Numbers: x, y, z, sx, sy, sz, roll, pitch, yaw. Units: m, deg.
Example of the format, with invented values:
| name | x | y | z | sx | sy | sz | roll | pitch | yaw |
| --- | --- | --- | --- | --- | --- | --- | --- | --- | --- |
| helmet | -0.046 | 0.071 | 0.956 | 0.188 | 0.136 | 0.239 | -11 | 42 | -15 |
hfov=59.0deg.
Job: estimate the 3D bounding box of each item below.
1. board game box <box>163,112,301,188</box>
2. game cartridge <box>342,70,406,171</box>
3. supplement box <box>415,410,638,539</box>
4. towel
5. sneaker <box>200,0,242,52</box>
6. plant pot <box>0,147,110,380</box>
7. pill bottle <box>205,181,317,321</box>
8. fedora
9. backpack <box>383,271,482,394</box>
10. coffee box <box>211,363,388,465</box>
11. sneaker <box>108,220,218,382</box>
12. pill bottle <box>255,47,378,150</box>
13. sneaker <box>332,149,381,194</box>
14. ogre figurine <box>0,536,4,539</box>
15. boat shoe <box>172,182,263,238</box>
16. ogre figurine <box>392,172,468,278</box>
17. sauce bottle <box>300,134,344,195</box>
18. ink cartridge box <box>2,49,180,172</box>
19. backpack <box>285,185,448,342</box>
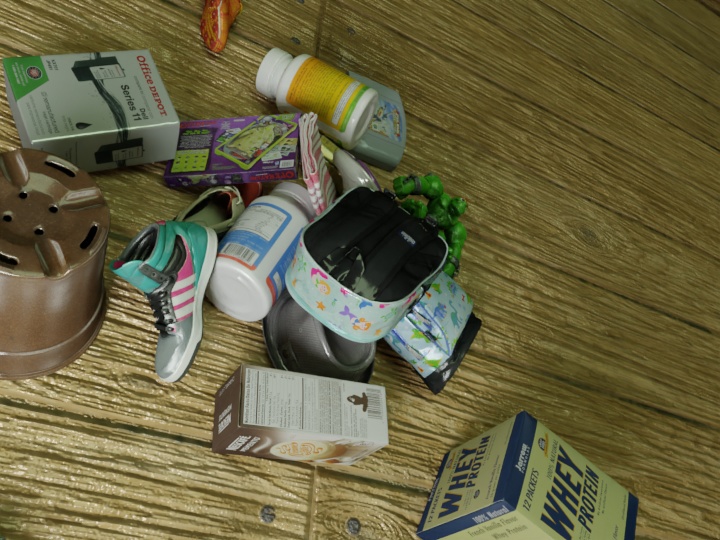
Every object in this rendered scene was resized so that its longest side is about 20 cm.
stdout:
| name | x | y | z | sx | sy | sz | roll | pitch | yaw |
| --- | --- | --- | --- | --- | --- | --- | --- | --- | --- |
| board game box | -0.188 | -0.182 | 0.956 | 0.196 | 0.032 | 0.122 | -2 | 59 | 6 |
| game cartridge | 0.027 | -0.290 | 1.231 | 0.131 | 0.042 | 0.203 | 14 | 55 | -20 |
| supplement box | 0.219 | 0.329 | 0.850 | 0.199 | 0.200 | 0.135 | 37 | 47 | -5 |
| towel | -0.053 | -0.119 | 0.969 | 0.029 | 0.201 | 0.148 | -12 | 49 | 5 |
| sneaker | -0.245 | -0.472 | 1.149 | 0.076 | 0.073 | 0.203 | 17 | 56 | -35 |
| plant pot | -0.366 | -0.011 | 0.691 | 0.197 | 0.198 | 0.203 | 15 | 55 | -23 |
| pill bottle | -0.135 | -0.035 | 0.913 | 0.112 | 0.112 | 0.201 | 36 | 48 | -7 |
| fedora | -0.044 | 0.084 | 0.909 | 0.174 | 0.090 | 0.203 | -1 | 62 | -33 |
| backpack | 0.089 | 0.059 | 0.989 | 0.199 | 0.155 | 0.163 | 35 | 41 | 8 |
| coffee box | -0.077 | 0.188 | 0.808 | 0.197 | 0.114 | 0.081 | 13 | 55 | -24 |
| sneaker | -0.249 | 0.028 | 0.775 | 0.120 | 0.083 | 0.204 | 21 | 71 | -45 |
| pill bottle | -0.078 | -0.304 | 1.108 | 0.198 | 0.112 | 0.112 | 29 | 48 | 6 |
| sneaker | -0.001 | -0.098 | 1.036 | 0.099 | 0.075 | 0.202 | -30 | 98 | 2 |
| ogre figurine | -0.385 | 0.322 | 0.532 | 0.119 | 0.097 | 0.203 | 29 | 62 | -37 |
| boat shoe | -0.207 | -0.091 | 0.935 | 0.071 | 0.063 | 0.200 | 43 | 47 | 2 |
| ogre figurine | 0.131 | -0.091 | 1.128 | 0.200 | 0.098 | 0.120 | 46 | 46 | -3 |
| sauce bottle | -0.021 | -0.157 | 1.097 | 0.199 | 0.065 | 0.065 | 40 | 48 | -7 |
| ink cartridge box | -0.369 | -0.221 | 0.884 | 0.198 | 0.083 | 0.148 | -17 | 69 | -32 |
| backpack | 0.000 | 0.000 | 0.830 | 0.176 | 0.152 | 0.200 | 36 | 35 | 9 |
